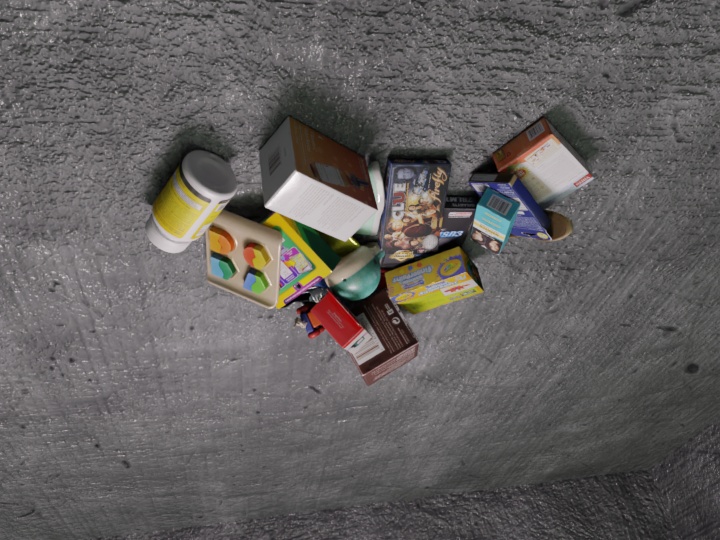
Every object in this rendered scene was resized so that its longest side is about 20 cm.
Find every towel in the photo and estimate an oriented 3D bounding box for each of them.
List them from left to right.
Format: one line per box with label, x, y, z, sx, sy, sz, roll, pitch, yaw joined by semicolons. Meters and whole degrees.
towel;-0.096;-0.100;1.323;0.086;0.018;0.200;-26;121;40

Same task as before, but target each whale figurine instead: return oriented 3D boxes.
whale figurine;0.000;0.000;1.415;0.158;0.200;0.104;-31;97;23

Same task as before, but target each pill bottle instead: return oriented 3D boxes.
pill bottle;-0.337;-0.130;1.210;0.114;0.115;0.200;20;132;-35

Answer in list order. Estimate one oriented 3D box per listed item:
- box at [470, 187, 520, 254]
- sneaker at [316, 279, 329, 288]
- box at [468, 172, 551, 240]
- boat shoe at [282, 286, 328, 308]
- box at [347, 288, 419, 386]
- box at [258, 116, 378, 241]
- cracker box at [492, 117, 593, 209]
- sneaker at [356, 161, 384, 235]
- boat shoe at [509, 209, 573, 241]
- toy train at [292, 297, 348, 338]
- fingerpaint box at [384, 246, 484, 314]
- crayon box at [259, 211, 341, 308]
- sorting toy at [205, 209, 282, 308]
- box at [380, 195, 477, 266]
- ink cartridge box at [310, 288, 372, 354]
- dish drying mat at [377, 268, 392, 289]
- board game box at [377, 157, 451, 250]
box;0.300;-0.108;1.390;0.082;0.049;0.200;30;166;15
sneaker;-0.132;0.013;1.479;0.111;0.077;0.199;-40;131;24
box;0.337;-0.141;1.359;0.200;0.121;0.033;43;74;-33
boat shoe;-0.122;0.061;1.557;0.197;0.062;0.073;-4;143;-7
box;0.042;0.176;1.596;0.163;0.167;0.200;-30;163;-5
box;-0.082;-0.173;1.192;0.199;0.153;0.106;21;132;-37
cracker box;0.397;-0.225;1.337;0.133;0.058;0.199;-34;137;29
sneaker;-0.014;-0.146;1.314;0.117;0.074;0.201;-2;141;-8
boat shoe;0.415;-0.108;1.429;0.066;0.075;0.199;-9;-169;-32
toy train;-0.096;0.111;1.551;0.115;0.085;0.200;-27;179;7
fingerpaint box;0.184;0.028;1.528;0.198;0.074;0.167;-20;155;20
crayon box;-0.170;-0.030;1.345;0.199;0.058;0.173;-33;105;38
sorting toy;-0.258;-0.022;1.330;0.183;0.037;0.202;22;129;13
box;0.155;-0.091;1.453;0.197;0.050;0.199;-1;142;-15
ink cartridge box;-0.045;0.119;1.410;0.067;0.116;0.200;-43;164;-3
dish drying mat;0.058;0.025;1.599;0.198;0.018;0.077;6;140;-22
board game box;0.114;-0.140;1.328;0.134;0.035;0.202;-2;119;-13
